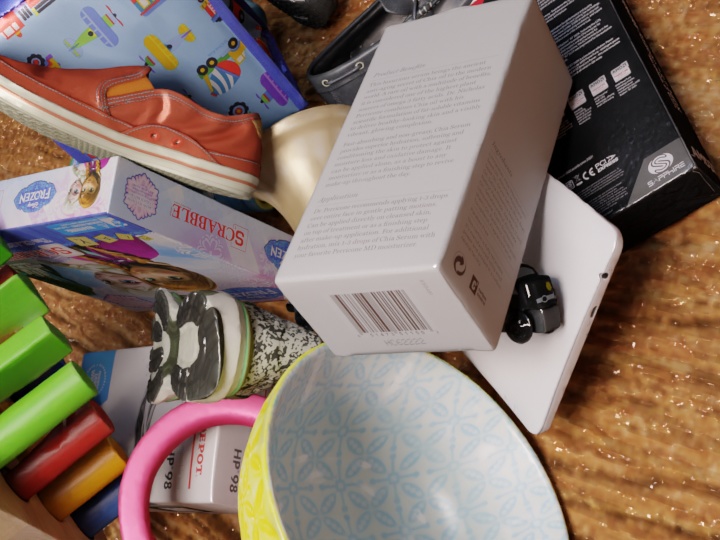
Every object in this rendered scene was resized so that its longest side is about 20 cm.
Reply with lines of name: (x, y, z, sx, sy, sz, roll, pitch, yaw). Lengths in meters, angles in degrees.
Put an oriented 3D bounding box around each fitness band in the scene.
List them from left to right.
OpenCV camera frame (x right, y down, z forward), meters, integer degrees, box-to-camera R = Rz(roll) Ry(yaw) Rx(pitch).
fitness band: (-0.067, 0.171, 0.686, 0.143, 0.037, 0.200, -32, 73, -7)

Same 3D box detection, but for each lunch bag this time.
lunch bag: (-0.155, -0.147, 0.732, 0.150, 0.200, 0.094, -33, 56, 10)

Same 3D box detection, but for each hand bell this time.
hand bell: (0.000, 0.000, 0.728, 0.104, 0.104, 0.200, -35, 66, 23)

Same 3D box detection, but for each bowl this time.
bowl: (0.007, 0.148, 0.606, 0.108, 0.200, 0.201, -46, 48, 39)

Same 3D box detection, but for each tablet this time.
tablet: (0.077, -0.010, 0.661, 0.200, 0.014, 0.130, 50, 130, 51)

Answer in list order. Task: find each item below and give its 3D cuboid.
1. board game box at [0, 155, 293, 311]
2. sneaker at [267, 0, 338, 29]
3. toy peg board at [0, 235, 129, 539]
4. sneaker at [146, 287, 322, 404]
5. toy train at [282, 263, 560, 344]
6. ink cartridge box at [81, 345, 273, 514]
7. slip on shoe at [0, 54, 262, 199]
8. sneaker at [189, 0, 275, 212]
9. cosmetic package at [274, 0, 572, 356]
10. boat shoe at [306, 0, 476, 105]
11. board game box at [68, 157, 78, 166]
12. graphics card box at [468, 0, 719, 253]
board game box: (-0.167, -0.017, 0.792, 0.200, 0.199, 0.041, -6, 71, 38)
sneaker: (-0.073, -0.268, 0.901, 0.080, 0.074, 0.200, -50, 50, 10)
toy peg board: (-0.216, 0.082, 0.722, 0.098, 0.199, 0.200, -38, 57, -5)
sneaker: (-0.081, 0.053, 0.686, 0.200, 0.088, 0.077, -178, 95, -68)
toy train: (0.027, 0.014, 0.639, 0.200, 0.034, 0.046, 0, 100, 43)
ink cartridge box: (-0.120, 0.113, 0.789, 0.200, 0.067, 0.116, -9, 68, 36)
slip on shoe: (-0.153, -0.102, 0.686, 0.074, 0.200, 0.061, -175, 102, -74)
sneaker: (-0.077, -0.126, 0.852, 0.130, 0.080, 0.201, 4, 69, 28)
cosmetic package: (0.041, -0.054, 0.603, 0.101, 0.071, 0.200, -4, 49, 34)
boat shoe: (0.038, -0.189, 0.777, 0.200, 0.062, 0.075, -46, 29, 16)
board game box: (-0.182, -0.168, 0.979, 0.134, 0.029, 0.201, 10, 79, 42)
graphics card box: (0.127, -0.101, 0.686, 0.125, 0.051, 0.200, -34, 54, 25)
